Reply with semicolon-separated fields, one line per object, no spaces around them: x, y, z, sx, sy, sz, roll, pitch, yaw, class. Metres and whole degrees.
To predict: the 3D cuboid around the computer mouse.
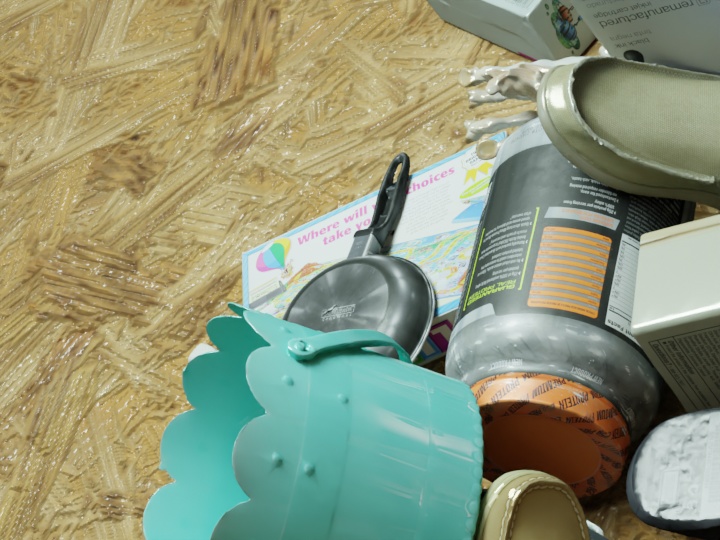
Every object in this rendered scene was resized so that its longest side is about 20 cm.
0.233;0.129;1.246;0.199;0.046;0.141;-13;50;24;computer mouse

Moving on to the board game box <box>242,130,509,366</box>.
0.018;0.006;1.544;0.199;0.034;0.135;-24;41;20;board game box

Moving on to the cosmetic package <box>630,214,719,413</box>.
0.253;0.014;1.287;0.199;0.104;0.073;-15;44;28;cosmetic package

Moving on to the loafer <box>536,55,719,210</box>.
0.194;-0.076;1.351;0.068;0.199;0.076;128;154;-53;loafer

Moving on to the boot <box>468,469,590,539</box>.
0.108;0.193;1.167;0.155;0.072;0.201;161;113;-67;boot

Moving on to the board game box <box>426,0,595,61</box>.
0.145;-0.242;1.655;0.200;0.064;0.147;-49;40;-8;board game box

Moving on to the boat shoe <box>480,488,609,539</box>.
0.105;0.167;1.296;0.199;0.060;0.076;11;60;45;boat shoe

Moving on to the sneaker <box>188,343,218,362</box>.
-0.066;0.128;1.450;0.088;0.075;0.200;-44;51;8;sneaker

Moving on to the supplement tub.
0.117;0.020;1.378;0.122;0.123;0.201;-10;47;33;supplement tub

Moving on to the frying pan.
0.011;0.004;1.504;0.115;0.031;0.190;14;66;44;frying pan

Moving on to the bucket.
-0.029;0.126;1.280;0.207;0.134;0.208;-165;90;-76;bucket

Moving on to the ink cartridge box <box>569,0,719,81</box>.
0.224;-0.142;1.383;0.146;0.200;0.083;-12;50;32;ink cartridge box

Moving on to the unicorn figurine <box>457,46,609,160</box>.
0.131;-0.108;1.487;0.137;0.074;0.200;-10;13;7;unicorn figurine
